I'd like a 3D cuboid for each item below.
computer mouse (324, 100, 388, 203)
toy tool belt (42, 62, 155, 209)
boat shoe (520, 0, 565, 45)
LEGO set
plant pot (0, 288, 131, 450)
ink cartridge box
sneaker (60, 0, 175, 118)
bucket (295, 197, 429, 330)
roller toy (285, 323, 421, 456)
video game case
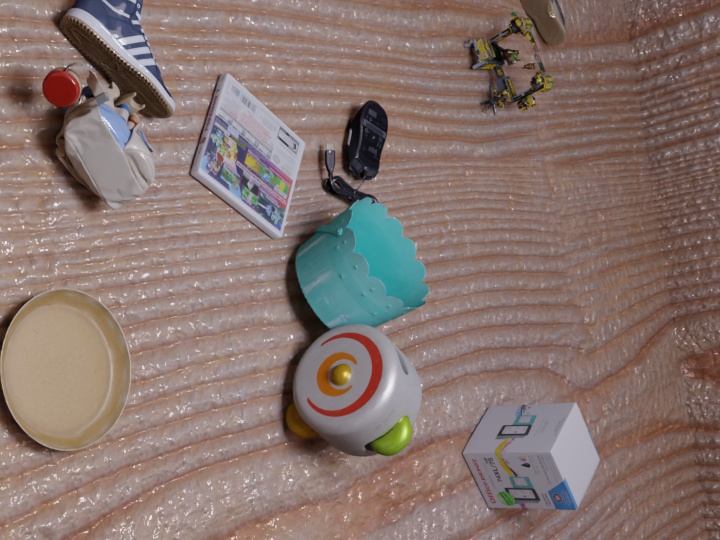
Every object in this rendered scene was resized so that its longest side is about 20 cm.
[{"bbox_3d":[-0.018,-0.210,1.890,0.140,0.046,0.203,19,72,-45],"label":"computer mouse"},{"bbox_3d":[-0.342,-0.190,1.411,0.123,0.124,0.201,-99,163,-60],"label":"toy tool belt"},{"bbox_3d":[0.431,-0.629,2.552,0.201,0.071,0.065,55,31,-25],"label":"boat shoe"},{"bbox_3d":[0.309,-0.437,2.280,0.115,0.153,0.203,-14,90,-53],"label":"LEGO set"},{"bbox_3d":[-0.373,0.124,1.355,0.199,0.027,0.203,14,72,-51],"label":"plant pot"},{"bbox_3d":[0.331,0.360,2.093,0.146,0.198,0.148,-49,121,-44],"label":"ink cartridge box"},{"bbox_3d":[-0.313,-0.311,1.492,0.200,0.070,0.109,46,51,-33],"label":"sneaker"},{"bbox_3d":[0.000,0.000,1.744,0.207,0.134,0.209,42,32,-33],"label":"bucket"},{"bbox_3d":[-0.009,0.184,1.683,0.140,0.198,0.184,48,50,-52],"label":"roller toy"},{"bbox_3d":[-0.172,-0.177,1.691,0.200,0.023,0.184,40,53,-43],"label":"video game case"}]
